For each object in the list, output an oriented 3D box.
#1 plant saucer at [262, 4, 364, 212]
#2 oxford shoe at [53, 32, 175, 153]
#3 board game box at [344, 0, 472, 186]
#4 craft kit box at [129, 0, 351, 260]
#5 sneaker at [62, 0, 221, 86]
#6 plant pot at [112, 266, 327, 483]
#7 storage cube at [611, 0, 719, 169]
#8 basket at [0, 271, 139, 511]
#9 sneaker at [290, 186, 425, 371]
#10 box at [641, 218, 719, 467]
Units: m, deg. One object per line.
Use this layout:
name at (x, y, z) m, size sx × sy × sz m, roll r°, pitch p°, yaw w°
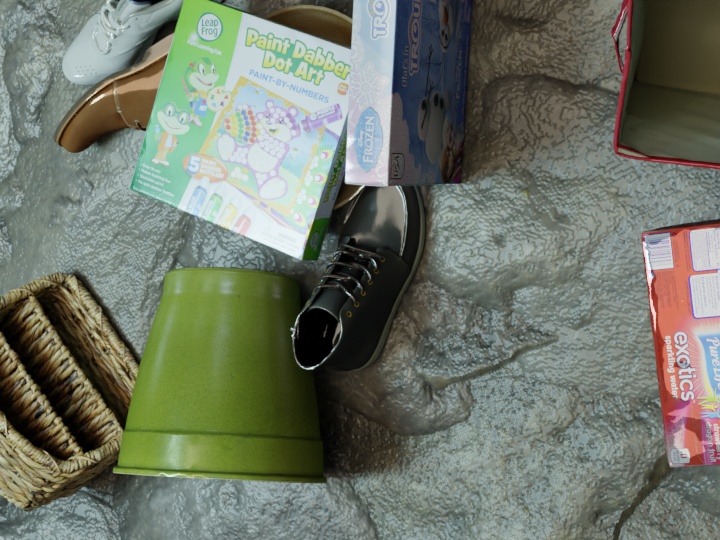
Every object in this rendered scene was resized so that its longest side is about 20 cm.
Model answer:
plant saucer at (-0.050, -0.150, 1.327) m, size 0.199 × 0.035 × 0.201 m, roll 1°, pitch 91°, yaw 28°
oxford shoe at (-0.222, -0.164, 1.389) m, size 0.200 × 0.071 × 0.071 m, roll -30°, pitch 86°, yaw 20°
board game box at (0.046, -0.174, 1.203) m, size 0.043 × 0.199 × 0.201 m, roll 5°, pitch 96°, yaw 22°
craft kit box at (-0.101, -0.135, 1.302) m, size 0.199 × 0.048 × 0.198 m, roll 21°, pitch 98°, yaw 20°
sneaker at (-0.228, -0.253, 1.375) m, size 0.200 × 0.087 × 0.075 m, roll -36°, pitch 82°, yaw 22°
plant pot at (-0.125, 0.099, 1.313) m, size 0.200 × 0.200 × 0.194 m, roll 0°, pitch 82°, yaw 23°
storage cube at (0.296, -0.188, 1.071) m, size 0.199 × 0.180 × 0.172 m, roll 6°, pitch 118°, yaw 11°
basket at (-0.324, 0.119, 1.411) m, size 0.149 × 0.143 × 0.200 m, roll -39°, pitch 79°, yaw 21°
sneaker at (0.000, 0.000, 1.283) m, size 0.075 × 0.106 × 0.201 m, roll 15°, pitch 96°, yaw 21°
box at (0.303, 0.058, 1.166) m, size 0.099 × 0.095 × 0.201 m, roll -7°, pitch 91°, yaw 24°
